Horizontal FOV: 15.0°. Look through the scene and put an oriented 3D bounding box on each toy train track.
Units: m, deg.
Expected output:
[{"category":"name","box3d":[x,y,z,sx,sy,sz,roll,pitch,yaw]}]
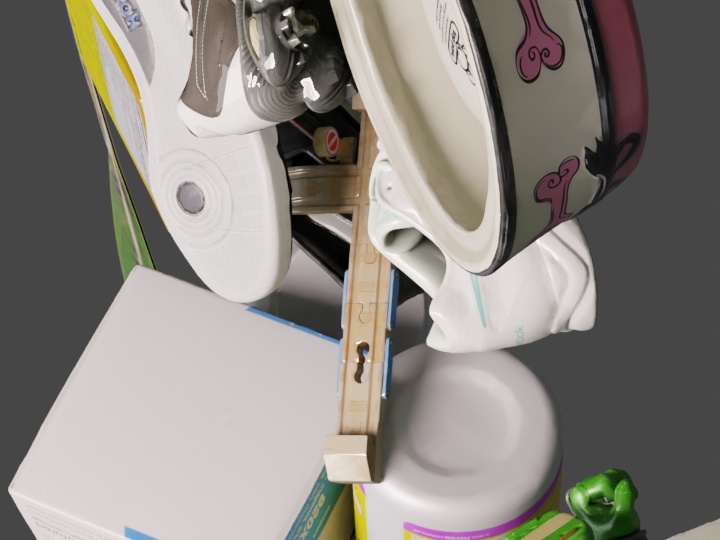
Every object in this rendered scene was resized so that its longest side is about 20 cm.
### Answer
[{"category":"toy train track","box3d":[0.000,0.000,1.301,0.033,0.115,0.200,20,-109,-59]}]

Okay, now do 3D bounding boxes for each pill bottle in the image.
[{"category":"pill bottle","box3d":[-0.022,0.029,1.548,0.200,0.109,0.109,152,98,-78]},{"category":"pill bottle","box3d":[0.049,0.127,1.390,0.200,0.104,0.104,88,159,-56]}]

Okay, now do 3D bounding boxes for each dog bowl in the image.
[{"category":"dog bowl","box3d":[0.047,-0.104,1.089,0.200,0.074,0.200,161,90,-78]}]

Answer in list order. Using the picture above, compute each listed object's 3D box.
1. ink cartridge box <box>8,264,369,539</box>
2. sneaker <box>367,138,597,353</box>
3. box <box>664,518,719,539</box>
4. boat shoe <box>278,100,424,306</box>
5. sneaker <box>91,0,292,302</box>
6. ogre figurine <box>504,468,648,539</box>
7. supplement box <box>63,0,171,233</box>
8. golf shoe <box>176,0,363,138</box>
[{"category":"ink cartridge box","box3d":[-0.071,0.124,1.453,0.147,0.145,0.200,19,155,19]},{"category":"sneaker","box3d":[0.034,-0.052,1.224,0.070,0.080,0.200,88,161,-62]},{"category":"box","box3d":[0.157,0.201,0.989,0.128,0.109,0.200,88,159,-58]},{"category":"boat shoe","box3d":[-0.033,-0.055,1.383,0.201,0.063,0.074,39,141,24]},{"category":"sneaker","box3d":[-0.055,-0.092,1.324,0.073,0.112,0.200,-17,94,36]},{"category":"ogre figurine","box3d":[0.104,0.174,1.169,0.120,0.098,0.200,59,-173,-9]},{"category":"supplement box","box3d":[-0.103,-0.135,1.652,0.109,0.109,0.200,81,165,-44]},{"category":"golf shoe","box3d":[-0.044,-0.145,1.241,0.078,0.094,0.200,38,-137,-30]}]
